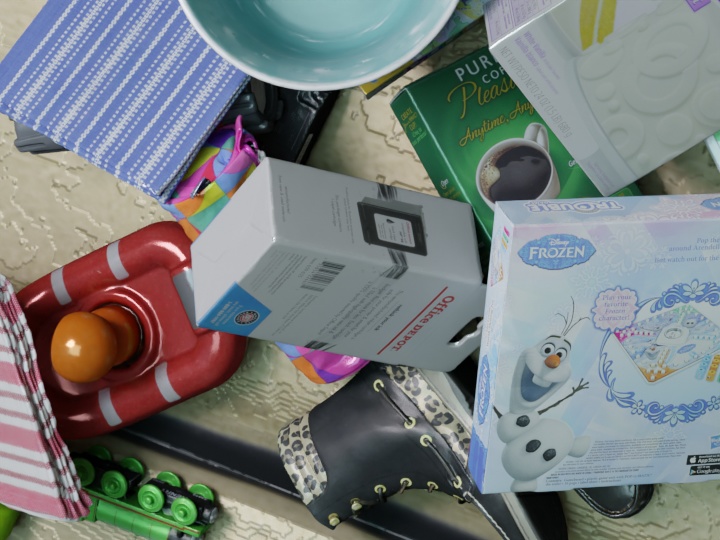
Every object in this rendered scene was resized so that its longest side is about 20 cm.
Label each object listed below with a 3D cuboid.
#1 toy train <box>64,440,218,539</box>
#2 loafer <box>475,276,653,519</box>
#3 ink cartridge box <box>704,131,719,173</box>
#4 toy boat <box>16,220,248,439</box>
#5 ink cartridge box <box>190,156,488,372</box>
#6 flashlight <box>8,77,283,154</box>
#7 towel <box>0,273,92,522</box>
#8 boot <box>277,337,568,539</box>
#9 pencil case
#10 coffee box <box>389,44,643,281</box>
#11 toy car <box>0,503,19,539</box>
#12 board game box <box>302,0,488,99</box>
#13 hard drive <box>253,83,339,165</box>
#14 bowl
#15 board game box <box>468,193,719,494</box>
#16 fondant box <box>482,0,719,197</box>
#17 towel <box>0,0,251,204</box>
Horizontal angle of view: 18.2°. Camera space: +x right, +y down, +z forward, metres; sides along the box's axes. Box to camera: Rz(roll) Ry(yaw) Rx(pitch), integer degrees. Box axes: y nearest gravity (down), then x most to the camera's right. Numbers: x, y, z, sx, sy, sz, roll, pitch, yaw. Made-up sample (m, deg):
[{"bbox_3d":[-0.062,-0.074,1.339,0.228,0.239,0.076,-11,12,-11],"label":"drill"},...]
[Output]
[{"bbox_3d":[-0.201,0.167,1.724,0.199,0.042,0.057,19,113,17],"label":"toy train"},{"bbox_3d":[0.135,0.090,1.573,0.073,0.072,0.201,-35,84,21],"label":"loafer"},{"bbox_3d":[0.295,-0.085,1.505,0.109,0.050,0.201,-27,87,21],"label":"ink cartridge box"},{"bbox_3d":[-0.189,0.051,1.654,0.199,0.131,0.131,-24,88,21],"label":"toy boat"},{"bbox_3d":[0.000,0.000,1.500,0.116,0.199,0.067,-45,42,45],"label":"ink cartridge box"},{"bbox_3d":[-0.157,-0.118,1.616,0.199,0.068,0.068,-8,89,20],"label":"flashlight"},{"bbox_3d":[-0.271,0.086,1.656,0.146,0.030,0.201,7,117,50],"label":"towel"},{"bbox_3d":[0.044,0.151,1.616,0.153,0.073,0.204,-38,77,22],"label":"boot"},{"bbox_3d":[-0.060,-0.012,1.584,0.088,0.089,0.200,-28,119,21],"label":"pencil case"},{"bbox_3d":[0.120,-0.060,1.543,0.123,0.044,0.201,-30,87,-19],"label":"coffee box"},{"bbox_3d":[-0.379,0.235,1.709,0.157,0.200,0.165,29,106,14],"label":"toy car"},{"bbox_3d":[0.004,-0.239,1.543,0.134,0.034,0.201,-34,87,2],"label":"board game box"},{"bbox_3d":[-0.112,-0.157,1.650,0.199,0.038,0.140,30,106,13],"label":"hard drive"},{"bbox_3d":[-0.023,-0.214,1.474,0.199,0.105,0.202,0,89,4],"label":"bowl"},{"bbox_3d":[0.179,0.048,1.489,0.198,0.043,0.200,-2,117,-14],"label":"board game box"},{"bbox_3d":[0.199,-0.157,1.436,0.199,0.058,0.144,-32,121,18],"label":"fondant box"},{"bbox_3d":[-0.166,-0.141,1.587,0.199,0.024,0.145,29,79,34],"label":"towel"}]
